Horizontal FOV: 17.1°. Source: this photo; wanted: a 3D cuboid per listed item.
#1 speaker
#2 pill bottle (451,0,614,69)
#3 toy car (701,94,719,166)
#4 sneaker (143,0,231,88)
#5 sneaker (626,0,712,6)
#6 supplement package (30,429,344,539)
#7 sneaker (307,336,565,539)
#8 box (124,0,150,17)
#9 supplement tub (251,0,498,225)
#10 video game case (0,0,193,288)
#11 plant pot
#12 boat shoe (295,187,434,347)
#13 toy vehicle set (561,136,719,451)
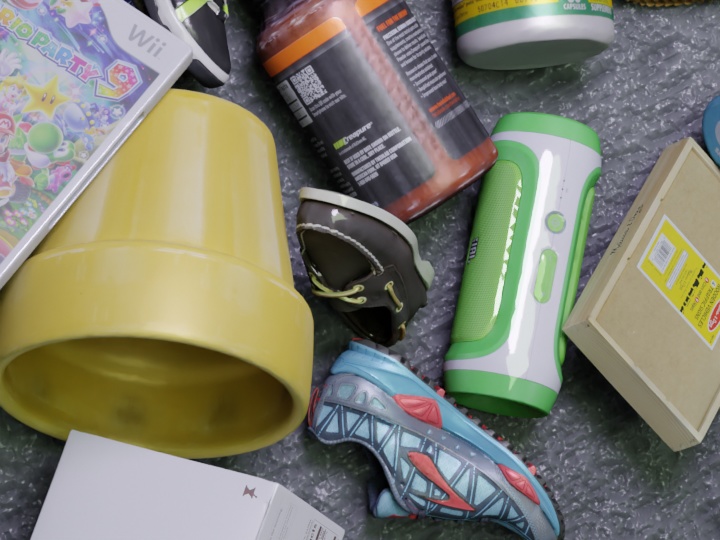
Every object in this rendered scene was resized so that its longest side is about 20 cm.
[{"bbox_3d":[0.112,-0.004,1.656,0.088,0.088,0.201,16,77,-18],"label":"speaker"},{"bbox_3d":[0.113,-0.249,1.675,0.112,0.113,0.201,-3,83,-21],"label":"pill bottle"},{"bbox_3d":[0.375,-0.055,1.732,0.184,0.177,0.201,-22,104,-34],"label":"toy car"},{"bbox_3d":[-0.107,-0.222,1.584,0.083,0.072,0.200,-18,80,10],"label":"sneaker"},{"bbox_3d":[0.257,-0.249,1.759,0.200,0.075,0.090,-5,77,-28],"label":"sneaker"},{"bbox_3d":[-0.127,0.221,1.483,0.155,0.111,0.200,12,73,27],"label":"supplement package"},{"bbox_3d":[0.047,0.137,1.630,0.200,0.079,0.096,39,84,-5],"label":"sneaker"},{"bbox_3d":[-0.215,-0.123,1.548,0.200,0.032,0.121,-46,130,-19],"label":"box"},{"bbox_3d":[0.001,-0.131,1.619,0.107,0.107,0.200,-34,95,-21],"label":"supplement tub"},{"bbox_3d":[-0.218,-0.101,1.467,0.143,0.018,0.200,34,68,10],"label":"video game case"},{"bbox_3d":[-0.126,-0.003,1.517,0.200,0.201,0.189,13,63,-19],"label":"plant pot"},{"bbox_3d":[0.000,0.000,1.566,0.072,0.201,0.061,17,79,21],"label":"boat shoe"},{"bbox_3d":[0.226,0.014,1.687,0.124,0.026,0.200,47,50,-16],"label":"toy vehicle set"}]
